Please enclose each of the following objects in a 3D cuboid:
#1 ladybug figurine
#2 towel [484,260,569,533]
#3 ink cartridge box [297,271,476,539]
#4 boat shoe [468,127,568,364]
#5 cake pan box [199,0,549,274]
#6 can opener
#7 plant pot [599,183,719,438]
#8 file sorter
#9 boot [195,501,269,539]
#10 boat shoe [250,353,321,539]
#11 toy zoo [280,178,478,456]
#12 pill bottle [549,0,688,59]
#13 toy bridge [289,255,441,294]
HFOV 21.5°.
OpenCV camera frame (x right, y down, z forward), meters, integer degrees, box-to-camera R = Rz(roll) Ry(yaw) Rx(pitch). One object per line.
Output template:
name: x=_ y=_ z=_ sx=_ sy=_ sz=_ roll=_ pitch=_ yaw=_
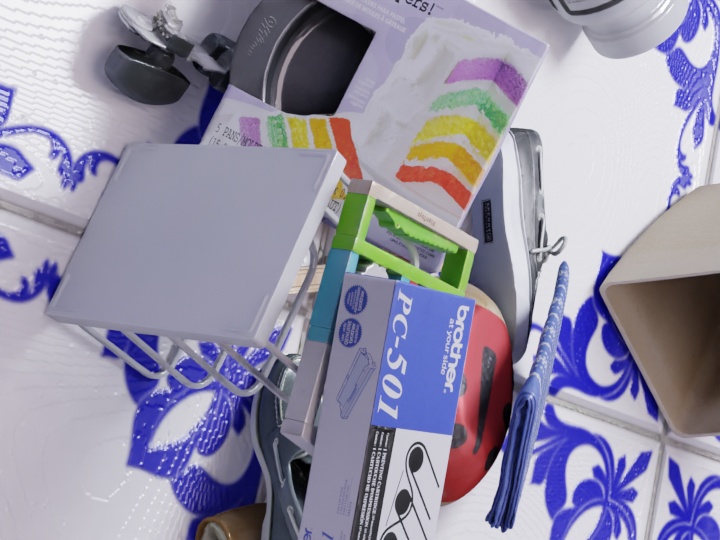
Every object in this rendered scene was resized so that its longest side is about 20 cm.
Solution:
ladybug figurine: x=0.074 y=0.094 z=1.514 sx=0.135 sy=0.072 sz=0.201 roll=32 pitch=53 yaw=-40
towel: x=0.139 y=0.102 z=1.555 sx=0.200 sy=0.024 sz=0.146 roll=-66 pitch=167 yaw=-55
ink cartridge box: x=0.015 y=0.108 z=1.201 sx=0.094 sy=0.044 sz=0.201 roll=14 pitch=85 yaw=-53
boat shoe: x=0.132 y=-0.021 z=1.599 sx=0.068 sy=0.073 sz=0.201 roll=-2 pitch=84 yaw=-31
cake pan box: x=0.006 y=-0.122 z=1.334 sx=0.199 sy=0.052 sz=0.185 roll=29 pitch=85 yaw=-3
can opener: x=-0.104 y=-0.139 z=1.376 sx=0.199 sy=0.053 sz=0.067 roll=19 pitch=112 yaw=-43
plant pot: x=0.370 y=0.019 z=1.777 sx=0.200 sy=0.199 sz=0.177 roll=59 pitch=41 yaw=-29
file sorter: x=-0.083 y=0.007 z=1.289 sx=0.125 sy=0.199 sz=0.139 roll=44 pitch=62 yaw=-42
boot: x=-0.030 y=0.252 z=1.451 sx=0.199 sy=0.066 sz=0.176 roll=-11 pitch=87 yaw=-46
boat shoe: x=-0.036 y=0.146 z=1.397 sx=0.073 sy=0.062 sz=0.201 roll=21 pitch=53 yaw=-34
toy zoo: x=0.011 y=0.055 z=1.240 sx=0.131 sy=0.020 sz=0.201 roll=25 pitch=77 yaw=-50
pill bottle: x=0.196 y=-0.284 z=1.625 sx=0.200 sy=0.115 sz=0.116 roll=51 pitch=57 yaw=-35
toy bridge: x=0.000 y=0.000 z=1.467 sx=0.199 sy=0.067 sz=0.027 roll=-9 pitch=98 yaw=-46
